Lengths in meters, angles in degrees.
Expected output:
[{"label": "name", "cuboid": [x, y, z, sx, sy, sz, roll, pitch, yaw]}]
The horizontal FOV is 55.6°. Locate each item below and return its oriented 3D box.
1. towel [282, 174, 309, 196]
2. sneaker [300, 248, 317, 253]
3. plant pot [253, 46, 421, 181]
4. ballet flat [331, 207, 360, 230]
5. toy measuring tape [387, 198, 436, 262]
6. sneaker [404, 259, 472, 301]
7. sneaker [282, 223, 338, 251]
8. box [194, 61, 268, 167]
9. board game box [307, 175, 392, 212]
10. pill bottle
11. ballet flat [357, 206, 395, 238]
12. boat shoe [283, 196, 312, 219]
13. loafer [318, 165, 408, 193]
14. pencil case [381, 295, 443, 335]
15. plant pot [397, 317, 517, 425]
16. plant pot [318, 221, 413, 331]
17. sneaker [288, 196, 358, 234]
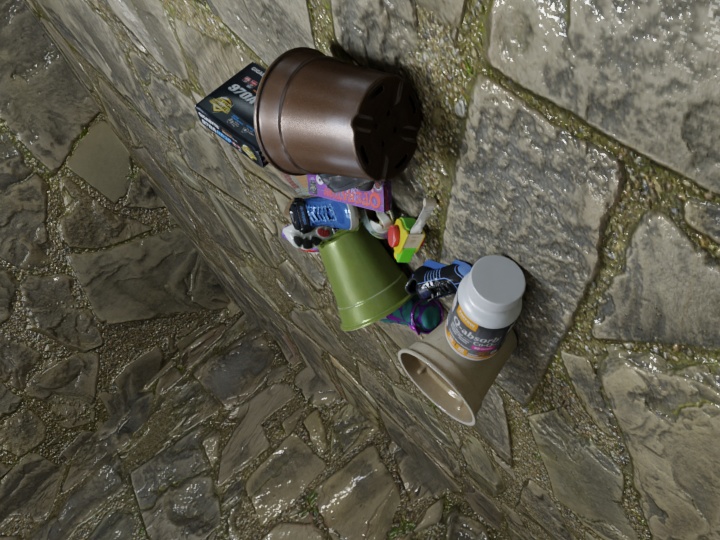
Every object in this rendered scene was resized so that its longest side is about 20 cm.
[{"label": "towel", "cuboid": [-0.129, -0.214, 1.415, 0.147, 0.022, 0.199, 52, 161, -18]}, {"label": "sneaker", "cuboid": [-0.117, -0.081, 1.717, 0.199, 0.084, 0.079, 3, 92, 56]}, {"label": "plant pot", "cuboid": [-0.026, -0.227, 1.042, 0.196, 0.201, 0.202, 21, 151, 39]}, {"label": "ballet flat", "cuboid": [-0.018, -0.116, 1.447, 0.065, 0.058, 0.200, 6, 180, -17]}, {"label": "toy measuring tape", "cuboid": [0.096, -0.088, 1.278, 0.073, 0.073, 0.201, 41, 146, 14]}, {"label": "sneaker", "cuboid": [0.159, 0.028, 1.334, 0.070, 0.078, 0.199, 51, 163, -17]}, {"label": "sneaker", "cuboid": [-0.091, -0.077, 1.591, 0.197, 0.082, 0.083, 17, 179, -32]}, {"label": "box", "cuboid": [-0.197, -0.302, 1.311, 0.199, 0.159, 0.046, 37, 159, 28]}, {"label": "board game box", "cuboid": [-0.025, -0.184, 1.251, 0.198, 0.032, 0.122, 17, 124, 40]}, {"label": "pill bottle", "cuboid": [0.218, 0.067, 1.200, 0.116, 0.116, 0.201, 40, 154, 19]}, {"label": "ballet flat", "cuboid": [0.030, -0.127, 1.312, 0.071, 0.069, 0.202, 44, 164, 51]}, {"label": "boat shoe", "cuboid": [-0.106, -0.137, 1.629, 0.064, 0.073, 0.198, 28, 164, -39]}, {"label": "loafer", "cuboid": [0.008, -0.171, 1.164, 0.198, 0.073, 0.073, 6, 136, 45]}, {"label": "pencil case", "cuboid": [0.106, 0.094, 1.589, 0.086, 0.092, 0.199, 52, 161, -20]}, {"label": "plant pot", "cuboid": [0.206, 0.167, 1.353, 0.200, 0.183, 0.201, 41, 163, 15]}, {"label": "plant pot", "cuboid": [0.000, 0.000, 1.517, 0.192, 0.198, 0.199, 62, 160, -11]}, {"label": "sneaker", "cuboid": [-0.081, -0.110, 1.365, 0.199, 0.109, 0.078, -152, 49, -65]}]
